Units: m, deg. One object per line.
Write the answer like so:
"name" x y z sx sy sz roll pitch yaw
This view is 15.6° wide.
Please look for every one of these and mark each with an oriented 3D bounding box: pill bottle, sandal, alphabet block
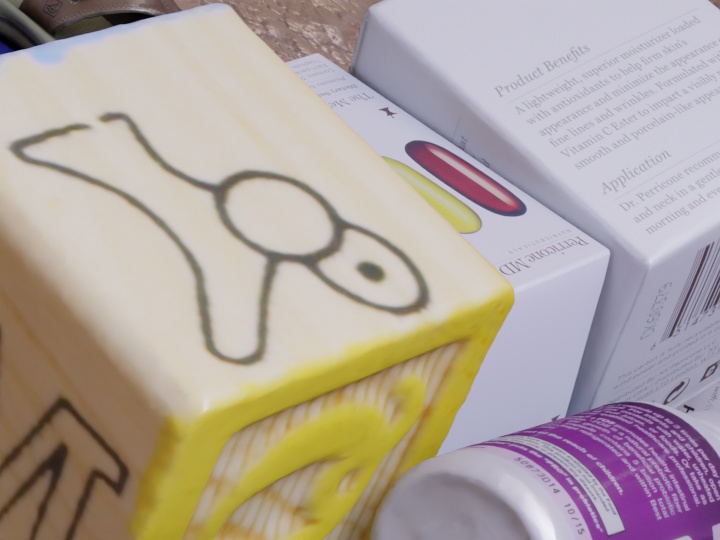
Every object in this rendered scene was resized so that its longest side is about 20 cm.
"pill bottle" 0.104 0.119 1.158 0.200 0.112 0.112 -12 50 -49
"sandal" -0.133 -0.129 1.317 0.201 0.057 0.080 30 21 26
"alphabet block" -0.090 0.034 1.110 0.195 0.197 0.200 -20 56 -41

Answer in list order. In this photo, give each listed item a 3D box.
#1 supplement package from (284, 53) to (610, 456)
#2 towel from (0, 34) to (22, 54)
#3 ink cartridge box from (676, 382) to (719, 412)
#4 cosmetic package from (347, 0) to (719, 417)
"supplement package" 0.000 0.000 1.229 0.114 0.110 0.200 -22 46 -41
"towel" -0.179 -0.089 1.326 0.200 0.050 0.148 18 18 -10
"ink cartridge box" 0.170 0.046 1.486 0.200 0.116 0.068 22 9 -20
"cosmetic package" 0.108 -0.043 1.312 0.165 0.165 0.200 -27 60 -33
